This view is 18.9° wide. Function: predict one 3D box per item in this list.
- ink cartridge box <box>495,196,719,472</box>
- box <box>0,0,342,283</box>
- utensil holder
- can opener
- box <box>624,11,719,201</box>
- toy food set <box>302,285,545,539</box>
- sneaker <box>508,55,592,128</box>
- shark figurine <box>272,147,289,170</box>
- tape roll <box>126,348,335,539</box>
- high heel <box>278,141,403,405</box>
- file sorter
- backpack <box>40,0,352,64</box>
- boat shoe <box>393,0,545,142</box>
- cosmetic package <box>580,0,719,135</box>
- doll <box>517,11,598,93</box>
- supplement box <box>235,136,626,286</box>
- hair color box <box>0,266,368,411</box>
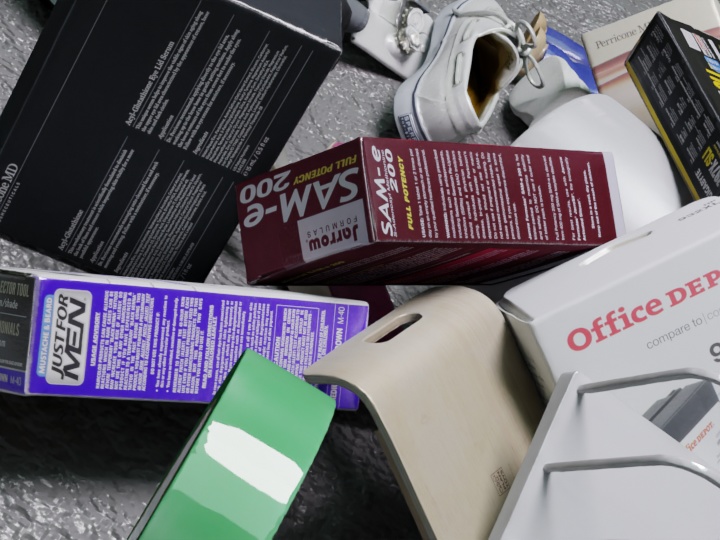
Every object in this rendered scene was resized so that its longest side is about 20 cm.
[{"bbox_3d":[0.183,0.080,1.190,0.084,0.145,0.200,-142,-153,-78],"label":"ink cartridge box"},{"bbox_3d":[-0.116,-0.094,1.205,0.141,0.200,0.079,22,35,-18],"label":"box"},{"bbox_3d":[0.173,0.012,1.350,0.200,0.170,0.170,43,33,22],"label":"utensil holder"},{"bbox_3d":[-0.017,-0.195,1.538,0.066,0.053,0.200,9,-15,41],"label":"can opener"},{"bbox_3d":[0.263,-0.072,1.351,0.160,0.049,0.200,19,28,-21],"label":"box"},{"bbox_3d":[0.049,0.118,1.136,0.143,0.060,0.200,-30,97,-55],"label":"toy food set"},{"bbox_3d":[0.162,-0.086,1.556,0.088,0.075,0.200,43,20,-19],"label":"sneaker"},{"bbox_3d":[-0.049,-0.147,1.282,0.128,0.215,0.089,32,29,22],"label":"shark figurine"},{"bbox_3d":[-0.081,0.130,0.929,0.048,0.200,0.200,31,32,-3],"label":"tape roll"},{"bbox_3d":[0.000,0.000,1.300,0.096,0.067,0.200,22,35,-9],"label":"high heel"},{"bbox_3d":[0.146,0.163,1.045,0.139,0.125,0.200,35,66,-21],"label":"file sorter"},{"bbox_3d":[-0.117,-0.191,1.410,0.200,0.127,0.167,38,35,15],"label":"backpack"},{"bbox_3d":[0.092,-0.151,1.552,0.075,0.086,0.202,65,28,-18],"label":"boat shoe"},{"bbox_3d":[0.234,-0.080,1.503,0.087,0.103,0.200,38,33,-68],"label":"cosmetic package"},{"bbox_3d":[0.217,-0.134,1.694,0.200,0.048,0.136,28,24,-7],"label":"doll"},{"bbox_3d":[0.042,-0.030,1.206,0.200,0.109,0.061,0,78,-43],"label":"supplement box"},{"bbox_3d":[-0.108,0.035,1.121,0.200,0.065,0.109,7,-1,-36],"label":"hair color box"}]
